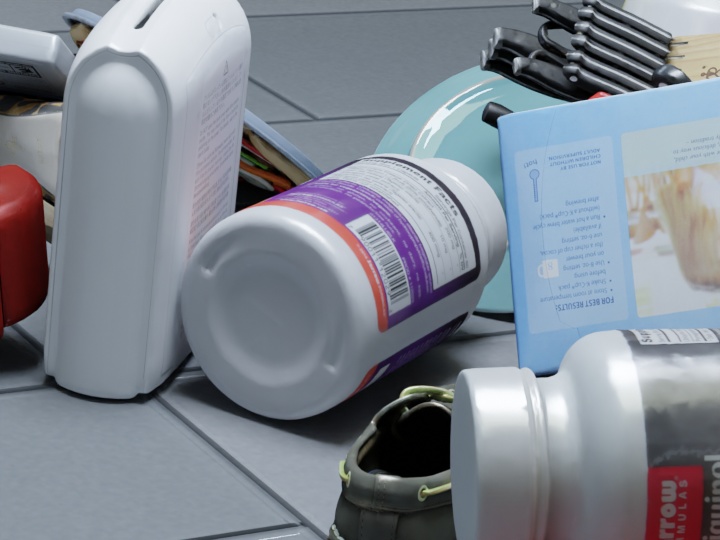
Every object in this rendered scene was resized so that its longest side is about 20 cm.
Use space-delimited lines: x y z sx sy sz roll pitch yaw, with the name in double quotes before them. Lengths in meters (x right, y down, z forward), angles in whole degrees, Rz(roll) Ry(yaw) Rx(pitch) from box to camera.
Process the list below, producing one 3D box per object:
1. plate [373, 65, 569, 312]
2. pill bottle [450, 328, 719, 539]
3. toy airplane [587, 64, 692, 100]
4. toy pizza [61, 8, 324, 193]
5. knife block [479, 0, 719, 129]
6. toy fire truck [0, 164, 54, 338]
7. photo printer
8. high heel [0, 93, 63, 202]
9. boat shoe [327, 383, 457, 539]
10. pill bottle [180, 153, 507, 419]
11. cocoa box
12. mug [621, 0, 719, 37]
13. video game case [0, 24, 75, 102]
"plate" 0.096 -0.061 1.615 0.200 0.026 0.200 -8 49 10
"pill bottle" 0.141 0.079 1.126 0.200 0.111 0.111 -1 20 -6
"toy airplane" 0.202 -0.001 1.430 0.200 0.200 0.141 -1 -24 8
"toy pizza" -0.107 -0.096 1.692 0.200 0.032 0.200 34 -4 3
"knife block" 0.167 -0.079 1.569 0.175 0.200 0.064 -2 55 32
"toy fire truck" -0.210 -0.021 1.462 0.200 0.129 0.176 -19 31 -31
"photo printer" -0.110 -0.052 1.430 0.069 0.200 0.166 11 21 10
"high heel" -0.186 -0.082 1.688 0.200 0.072 0.143 3 16 -8
"boat shoe" 0.034 0.091 1.283 0.072 0.060 0.202 11 20 13
"pill bottle" 0.000 0.000 1.451 0.111 0.112 0.200 16 21 25
"cocoa box" 0.180 -0.013 1.287 0.200 0.134 0.131 -9 -15 19
"mug" 0.195 -0.110 1.713 0.186 0.153 0.149 16 6 33
"video game case" -0.261 -0.127 1.717 0.200 0.024 0.182 11 -12 12
